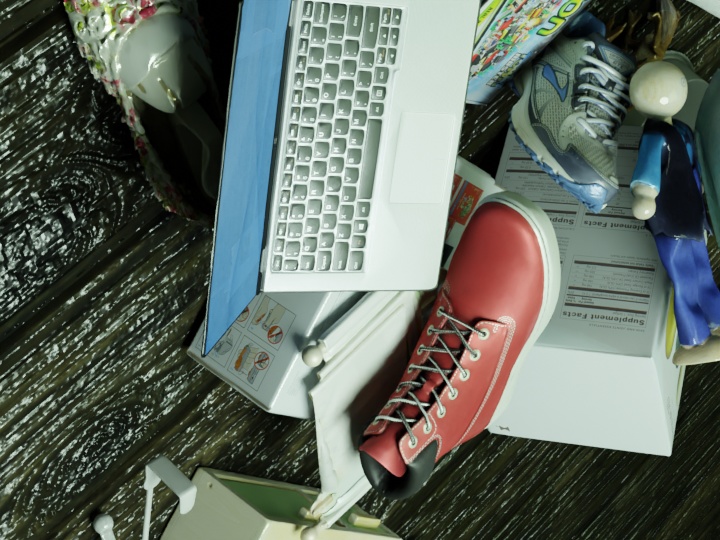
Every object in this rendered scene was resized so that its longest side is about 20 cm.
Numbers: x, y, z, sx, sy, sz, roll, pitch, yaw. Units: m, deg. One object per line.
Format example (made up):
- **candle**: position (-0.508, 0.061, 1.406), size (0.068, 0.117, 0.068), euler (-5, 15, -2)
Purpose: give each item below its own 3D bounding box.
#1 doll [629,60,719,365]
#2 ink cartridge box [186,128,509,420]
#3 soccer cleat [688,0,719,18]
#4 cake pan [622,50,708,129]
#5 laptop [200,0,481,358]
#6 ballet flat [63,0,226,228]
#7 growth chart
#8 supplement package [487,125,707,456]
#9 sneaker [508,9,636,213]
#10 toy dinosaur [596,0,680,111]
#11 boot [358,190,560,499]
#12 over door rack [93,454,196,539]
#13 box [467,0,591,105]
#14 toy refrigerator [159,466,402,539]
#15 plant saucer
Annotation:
- **doll**: position (0.219, -0.043, 0.998), size (0.136, 0.048, 0.202), euler (-27, 104, -60)
- **ink cartridge box**: position (0.000, 0.000, 0.996), size (0.175, 0.083, 0.201), euler (22, 98, -59)
- **soccer cleat**: position (0.315, -0.245, 1.231), size (0.199, 0.085, 0.069), euler (13, 105, -57)
- **cake pan**: position (0.261, -0.099, 1.319), size (0.200, 0.037, 0.202), euler (-34, 139, -35)
- **laptop**: position (-0.006, -0.061, 0.815), size (0.198, 0.116, 0.189), euler (0, 108, -26)
- **ballet flat**: position (-0.099, -0.096, 0.798), size (0.075, 0.064, 0.201), euler (-39, 143, -13)
- **growth chart**: position (0.010, 0.082, 0.983), size (0.144, 0.018, 0.201), euler (-37, 143, -34)
- **supplement package**: position (0.177, 0.012, 1.123), size (0.152, 0.149, 0.202), euler (65, 36, -52)
- **sneaker**: position (0.153, -0.123, 1.015), size (0.077, 0.201, 0.085), euler (34, 118, -29)
- **toy dinosaur**: position (0.215, -0.148, 1.195), size (0.201, 0.060, 0.106), euler (-55, 148, -8)
- **boot**: position (0.058, 0.055, 0.940), size (0.144, 0.072, 0.202), euler (-35, 147, -45)
- **over door rack**: position (-0.191, 0.195, 0.890), size (0.147, 0.067, 0.201), euler (-31, 158, -38)
- **box**: position (0.113, -0.193, 0.964), size (0.200, 0.035, 0.110), euler (-45, 155, 28)
- **toy refrigerator**: position (-0.053, 0.200, 1.092), size (0.199, 0.076, 0.070), euler (25, 95, -57)
- **plant saucer**: position (0.272, -0.054, 1.050), size (0.201, 0.038, 0.203), euler (-13, 90, -80)
